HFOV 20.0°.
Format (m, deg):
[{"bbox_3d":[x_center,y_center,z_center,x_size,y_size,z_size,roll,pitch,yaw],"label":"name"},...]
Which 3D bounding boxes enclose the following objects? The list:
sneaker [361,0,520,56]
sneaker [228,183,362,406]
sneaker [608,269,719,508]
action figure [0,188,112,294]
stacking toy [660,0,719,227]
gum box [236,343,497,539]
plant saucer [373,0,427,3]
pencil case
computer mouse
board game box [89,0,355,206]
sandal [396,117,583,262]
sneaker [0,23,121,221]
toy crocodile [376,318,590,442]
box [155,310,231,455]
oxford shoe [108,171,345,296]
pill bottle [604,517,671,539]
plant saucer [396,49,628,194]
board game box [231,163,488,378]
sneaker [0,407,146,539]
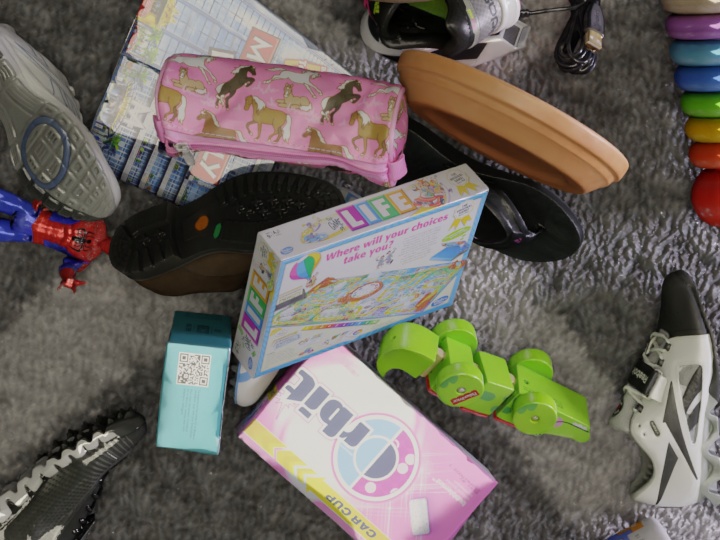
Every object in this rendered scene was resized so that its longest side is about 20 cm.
[{"bbox_3d":[0.023,-0.226,1.615,0.199,0.087,0.074,26,136,19],"label":"sneaker"},{"bbox_3d":[-0.048,0.027,1.673,0.072,0.072,0.201,28,94,1],"label":"sneaker"},{"bbox_3d":[0.250,0.101,1.695,0.088,0.074,0.201,-4,95,-5],"label":"sneaker"},{"bbox_3d":[-0.280,-0.036,1.644,0.199,0.099,0.066,15,99,-7],"label":"action figure"},{"bbox_3d":[0.292,-0.134,1.676,0.085,0.085,0.201,-4,100,-3],"label":"stacking toy"},{"bbox_3d":[0.009,0.155,1.690,0.200,0.066,0.114,42,91,-6],"label":"gum box"},{"bbox_3d":[0.035,-0.288,1.604,0.199,0.030,0.201,-2,52,2],"label":"plant saucer"},{"bbox_3d":[-0.059,-0.116,1.581,0.199,0.083,0.087,7,90,3],"label":"pencil case"},{"bbox_3d":[0.100,-0.197,1.664,0.199,0.044,0.110,-3,54,6],"label":"computer mouse"},{"bbox_3d":[-0.101,-0.139,1.659,0.199,0.062,0.201,23,94,-4],"label":"board game box"},{"bbox_3d":[0.086,-0.055,1.671,0.200,0.048,0.075,28,133,1],"label":"sandal"},{"bbox_3d":[-0.251,-0.128,1.626,0.074,0.087,0.200,-39,85,28],"label":"sneaker"},{"bbox_3d":[0.106,0.095,1.679,0.199,0.068,0.062,22,128,-25],"label":"toy crocodile"},{"bbox_3d":[-0.130,0.085,1.609,0.049,0.200,0.083,7,95,-4],"label":"box"},{"bbox_3d":[-0.095,-0.026,1.636,0.199,0.084,0.073,-12,57,23],"label":"oxford shoe"},{"bbox_3d":[0.182,0.298,1.691,0.199,0.112,0.112,-28,96,0],"label":"pill bottle"},{"bbox_3d":[0.114,-0.111,1.603,0.199,0.200,0.038,27,87,-5],"label":"plant saucer"},{"bbox_3d":[0.000,0.000,1.608,0.199,0.135,0.034,-19,54,-31],"label":"board game box"},{"bbox_3d":[-0.245,0.194,1.683,0.200,0.066,0.091,-36,99,4],"label":"sneaker"}]
